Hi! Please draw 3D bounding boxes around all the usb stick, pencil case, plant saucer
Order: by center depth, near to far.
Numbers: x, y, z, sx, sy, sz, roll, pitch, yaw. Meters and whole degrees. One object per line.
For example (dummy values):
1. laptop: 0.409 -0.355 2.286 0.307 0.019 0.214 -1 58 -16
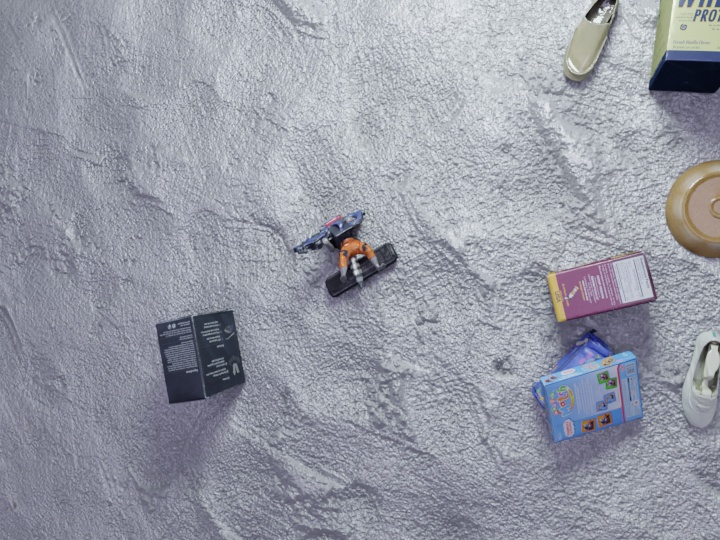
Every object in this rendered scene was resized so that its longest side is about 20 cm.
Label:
1. plant saucer: 0.739 -0.128 1.278 0.196 0.035 0.205 0 90 17
2. pencil case: 0.459 0.221 1.347 0.086 0.078 0.200 38 103 -22
3. usb stick: 0.000 0.000 1.522 0.198 0.033 0.056 -31 73 16

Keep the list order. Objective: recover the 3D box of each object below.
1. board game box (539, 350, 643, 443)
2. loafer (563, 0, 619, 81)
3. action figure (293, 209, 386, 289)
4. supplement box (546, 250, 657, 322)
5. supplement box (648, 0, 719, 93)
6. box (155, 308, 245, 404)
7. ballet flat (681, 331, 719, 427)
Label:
1. board game box: 0.488 0.268 1.307 0.196 0.037 0.154 -17 112 1
2. loafer: 0.496 -0.513 1.337 0.075 0.068 0.204 22 97 16
3. action figure: -0.056 -0.048 1.490 0.197 0.105 0.195 -24 56 -10
4. supplement box: 0.502 0.033 1.307 0.196 0.131 0.105 -15 86 17
5. supplement box: 0.663 -0.479 1.214 0.131 0.200 0.205 8 92 16
6. box: -0.400 0.213 1.567 0.115 0.196 0.205 -12 87 18
7. ballet flat: 0.708 0.227 1.276 0.068 0.069 0.205 9 93 17
